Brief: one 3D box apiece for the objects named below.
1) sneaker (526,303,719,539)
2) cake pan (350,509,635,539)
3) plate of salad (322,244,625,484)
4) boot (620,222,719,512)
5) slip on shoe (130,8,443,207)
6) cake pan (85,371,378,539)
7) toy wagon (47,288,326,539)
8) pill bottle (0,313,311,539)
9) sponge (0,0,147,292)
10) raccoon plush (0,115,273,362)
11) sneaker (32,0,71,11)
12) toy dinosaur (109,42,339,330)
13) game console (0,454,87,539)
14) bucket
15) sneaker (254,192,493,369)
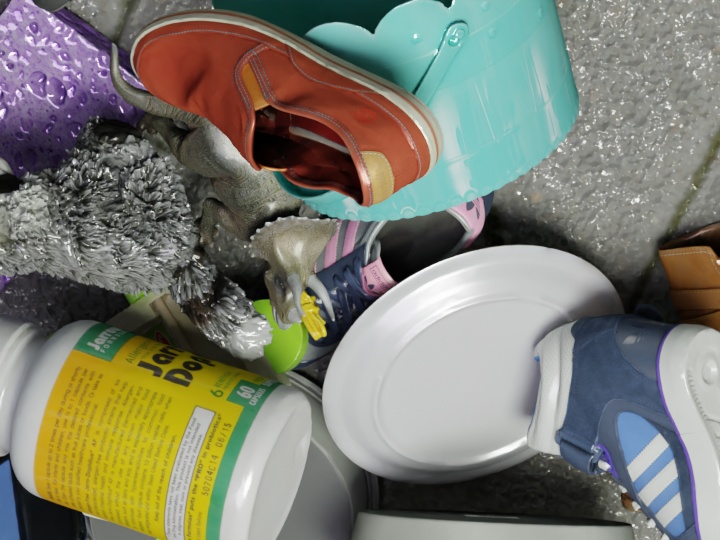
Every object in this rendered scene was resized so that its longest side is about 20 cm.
[{"bbox_3d":[0.176,0.117,1.691,0.146,0.081,0.200,0,118,43],"label":"sneaker"},{"bbox_3d":[0.083,0.172,1.728,0.200,0.200,0.037,2,87,5],"label":"cake pan"},{"bbox_3d":[0.069,0.055,1.726,0.200,0.048,0.200,-11,134,-12],"label":"plate of salad"},{"bbox_3d":[0.220,0.056,1.716,0.200,0.077,0.155,-26,103,27],"label":"boot"},{"bbox_3d":[-0.050,-0.087,1.478,0.200,0.061,0.074,24,142,31],"label":"slip on shoe"},{"bbox_3d":[-0.089,0.152,1.800,0.200,0.037,0.201,2,115,5],"label":"cake pan"},{"bbox_3d":[-0.104,0.076,1.721,0.200,0.040,0.155,-33,83,11],"label":"toy wagon"},{"bbox_3d":[-0.139,0.095,1.651,0.200,0.113,0.113,18,116,13],"label":"pill bottle"},{"bbox_3d":[-0.223,-0.074,1.721,0.112,0.030,0.200,38,113,-12],"label":"sponge"},{"bbox_3d":[-0.156,0.000,1.631,0.200,0.134,0.097,44,150,8],"label":"raccoon plush"},{"bbox_3d":[-0.148,-0.239,1.612,0.079,0.075,0.200,41,112,-11],"label":"sneaker"},{"bbox_3d":[-0.075,-0.065,1.660,0.102,0.077,0.200,-2,120,53],"label":"toy dinosaur"},{"bbox_3d":[-0.294,0.144,1.786,0.200,0.171,0.118,-34,134,19],"label":"game console"},{"bbox_3d":[0.023,-0.130,1.581,0.207,0.207,0.135,-14,118,12],"label":"bucket"},{"bbox_3d":[0.000,0.000,1.704,0.070,0.082,0.200,41,112,-13],"label":"sneaker"}]
